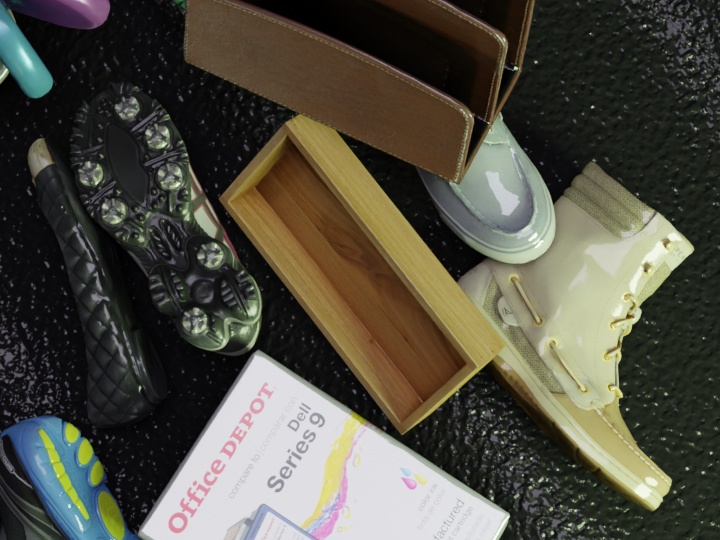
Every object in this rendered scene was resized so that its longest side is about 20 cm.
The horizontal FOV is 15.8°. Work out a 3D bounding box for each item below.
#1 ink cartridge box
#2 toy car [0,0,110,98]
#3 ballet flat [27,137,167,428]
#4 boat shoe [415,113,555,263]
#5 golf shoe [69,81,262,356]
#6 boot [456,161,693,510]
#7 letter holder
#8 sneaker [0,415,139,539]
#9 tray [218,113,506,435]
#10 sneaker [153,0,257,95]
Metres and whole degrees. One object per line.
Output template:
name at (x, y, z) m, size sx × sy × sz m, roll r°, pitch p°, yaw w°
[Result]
ink cartridge box at (-0.024, 0.166, 1.680) m, size 0.199 × 0.088 × 0.146 m, roll 33°, pitch 83°, yaw 6°
toy car at (-0.233, -0.198, 1.683) m, size 0.149 × 0.175 × 0.201 m, roll 9°, pitch 81°, yaw 3°
ballet flat at (-0.185, 0.007, 1.713) m, size 0.057 × 0.066 × 0.201 m, roll -23°, pitch 80°, yaw 13°
boat shoe at (0.058, -0.093, 1.707) m, size 0.070 × 0.072 × 0.201 m, roll -33°, pitch 68°, yaw -2°
golf shoe at (-0.129, -0.028, 1.713) m, size 0.077 × 0.088 × 0.201 m, roll -28°, pitch 73°, yaw 0°
boot at (0.169, 0.042, 1.708) m, size 0.155 × 0.073 × 0.200 m, roll -42°, pitch 75°, yaw -6°
letter holder at (0.000, -0.167, 1.619) m, size 0.199 × 0.142 × 0.101 m, roll 25°, pitch 60°, yaw 9°
sneaker at (-0.188, 0.192, 1.689) m, size 0.082 × 0.071 × 0.201 m, roll -19°, pitch 96°, yaw 39°
tray at (0.000, 0.000, 1.700) m, size 0.037 × 0.099 × 0.200 m, roll -31°, pitch 81°, yaw -42°
sneaker at (-0.097, -0.198, 1.738) m, size 0.085 × 0.078 × 0.200 m, roll -39°, pitch 85°, yaw -9°
